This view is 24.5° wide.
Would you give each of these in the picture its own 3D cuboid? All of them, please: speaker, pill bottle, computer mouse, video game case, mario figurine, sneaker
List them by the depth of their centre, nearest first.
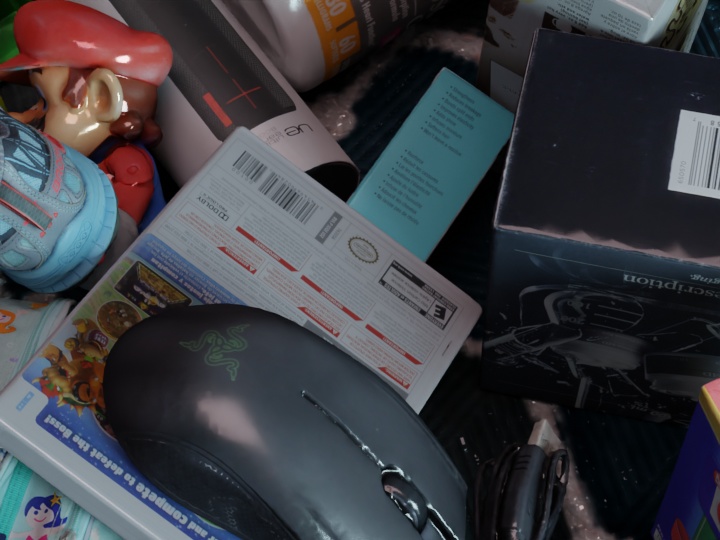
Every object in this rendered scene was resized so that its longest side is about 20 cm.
[{"bbox_3d":[-0.006,0.072,0.655,0.200,0.053,0.139,32,50,-5],"label":"computer mouse"},{"bbox_3d":[-0.046,0.039,0.704,0.143,0.018,0.200,37,49,-1],"label":"video game case"},{"bbox_3d":[-0.197,-0.063,0.727,0.200,0.096,0.079,23,82,30],"label":"sneaker"},{"bbox_3d":[-0.135,-0.033,0.805,0.106,0.123,0.200,-16,88,-44],"label":"mario figurine"},{"bbox_3d":[-0.087,-0.097,0.873,0.081,0.081,0.200,-33,68,-13],"label":"speaker"},{"bbox_3d":[0.016,-0.192,0.895,0.200,0.116,0.116,-34,68,-13],"label":"pill bottle"}]

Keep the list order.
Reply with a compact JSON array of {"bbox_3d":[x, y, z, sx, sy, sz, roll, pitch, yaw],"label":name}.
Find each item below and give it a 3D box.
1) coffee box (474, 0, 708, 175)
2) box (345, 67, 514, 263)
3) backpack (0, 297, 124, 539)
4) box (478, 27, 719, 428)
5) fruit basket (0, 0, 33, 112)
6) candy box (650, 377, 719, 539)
[{"bbox_3d":[0.117,-0.125,0.812,0.080,0.200,0.113,30,68,12],"label":"coffee box"},{"bbox_3d":[0.000,0.000,0.817,0.049,0.082,0.200,34,69,1],"label":"box"},{"bbox_3d":[-0.165,0.107,0.725,0.150,0.178,0.200,4,58,0],"label":"backpack"},{"bbox_3d":[0.163,-0.005,0.763,0.200,0.182,0.104,10,66,8],"label":"box"},{"bbox_3d":[-0.253,-0.098,0.853,0.215,0.156,0.216,-8,50,10],"label":"fruit basket"},{"bbox_3d":[0.197,0.140,0.681,0.077,0.200,0.169,-21,65,-8],"label":"candy box"}]
